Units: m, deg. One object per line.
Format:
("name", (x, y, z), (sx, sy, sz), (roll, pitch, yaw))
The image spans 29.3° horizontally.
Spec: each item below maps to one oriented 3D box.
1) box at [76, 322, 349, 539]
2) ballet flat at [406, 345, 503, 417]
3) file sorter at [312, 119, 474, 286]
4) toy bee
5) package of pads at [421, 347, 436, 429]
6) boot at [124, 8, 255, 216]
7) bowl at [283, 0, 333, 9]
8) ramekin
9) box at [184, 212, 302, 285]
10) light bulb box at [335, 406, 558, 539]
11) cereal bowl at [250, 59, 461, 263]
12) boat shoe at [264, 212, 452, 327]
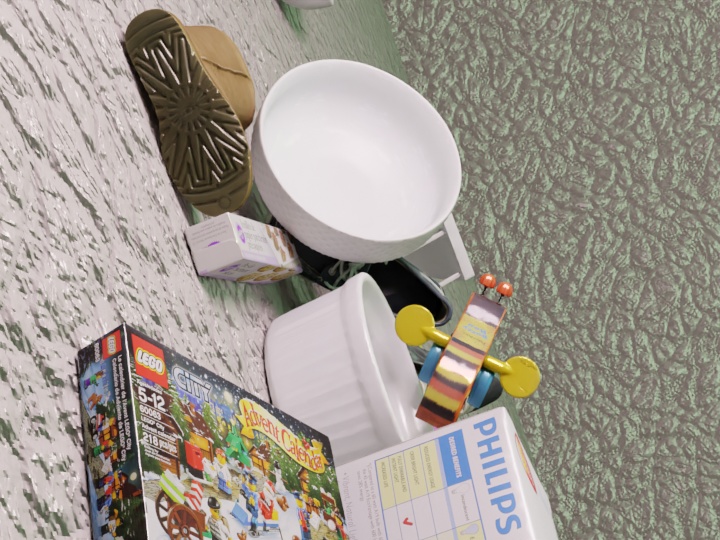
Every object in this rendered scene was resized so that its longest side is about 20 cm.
("box", (-0.075, 0.130, 0.781), (0.199, 0.037, 0.138), (36, 33, -48))
("ballet flat", (0.061, 0.111, 1.334), (0.198, 0.073, 0.074), (27, 34, -31))
("file sorter", (0.001, -0.061, 1.401), (0.138, 0.124, 0.202), (8, -56, 62))
("toy bee", (0.093, 0.059, 1.231), (0.201, 0.129, 0.110), (-105, -145, -66))
("package of pads", (0.037, 0.120, 1.513), (0.155, 0.067, 0.202), (-87, 156, -66))
("boot", (-0.118, -0.132, 1.145), (0.200, 0.065, 0.178), (-22, 93, -82))
("bowl", (-0.108, -0.461, 1.858), (0.201, 0.074, 0.201), (-100, 167, -48))
("ramekin", (-0.007, 0.113, 1.181), (0.200, 0.096, 0.203), (-20, 90, -81))
("box", (-0.092, -0.015, 1.130), (0.200, 0.041, 0.039), (17, 52, -80))
("light bulb box", (0.037, 0.227, 0.882), (0.125, 0.197, 0.200), (59, 15, -45))
("cereal bowl", (-0.011, -0.088, 1.250), (0.084, 0.197, 0.202), (123, -41, -51))
("boat shoe", (0.000, 0.000, 1.301), (0.199, 0.075, 0.062), (34, -4, -19))
